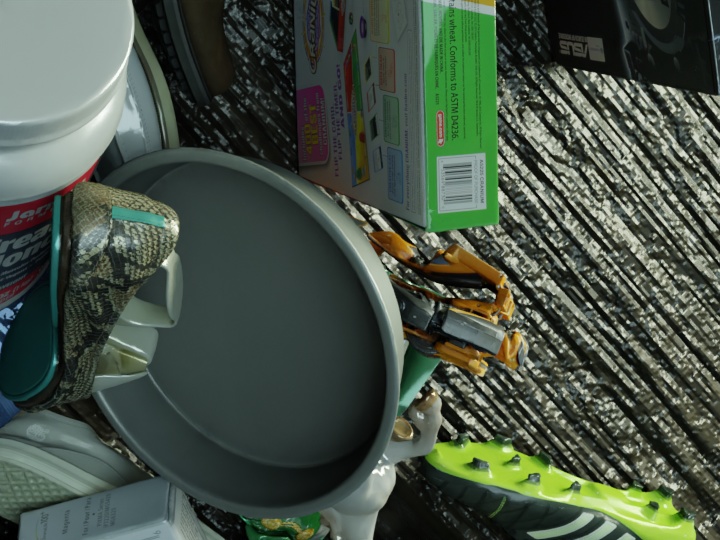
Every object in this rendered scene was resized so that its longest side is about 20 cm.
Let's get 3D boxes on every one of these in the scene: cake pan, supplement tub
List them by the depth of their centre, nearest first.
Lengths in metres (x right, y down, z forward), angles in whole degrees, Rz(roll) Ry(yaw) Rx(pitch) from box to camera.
[{"bbox_3d":[-0.191,-0.073,0.852,0.140,0.200,0.141,10,61,-19],"label":"supplement tub"},{"bbox_3d":[-0.061,0.029,0.910,0.037,0.199,0.201,-37,117,-53],"label":"cake pan"}]

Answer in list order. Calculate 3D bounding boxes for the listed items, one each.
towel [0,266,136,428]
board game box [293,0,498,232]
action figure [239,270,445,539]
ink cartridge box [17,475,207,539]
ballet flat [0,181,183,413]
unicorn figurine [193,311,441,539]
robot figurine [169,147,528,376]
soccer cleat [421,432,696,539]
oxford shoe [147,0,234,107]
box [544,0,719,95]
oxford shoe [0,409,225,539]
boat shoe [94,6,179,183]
[{"bbox_3d":[-0.218,0.034,0.972,0.200,0.049,0.112,-34,93,-14],"label":"towel"},{"bbox_3d":[0.014,-0.112,0.956,0.040,0.200,0.154,-6,103,-19],"label":"board game box"},{"bbox_3d":[-0.019,0.095,1.067,0.118,0.055,0.201,24,96,-25],"label":"action figure"},{"bbox_3d":[-0.152,0.218,1.018,0.173,0.044,0.201,-15,125,8],"label":"ink cartridge box"},{"bbox_3d":[-0.126,0.021,0.871,0.075,0.200,0.068,6,62,-17],"label":"ballet flat"},{"bbox_3d":[-0.018,0.104,0.995,0.200,0.137,0.074,45,46,8],"label":"unicorn figurine"},{"bbox_3d":[0.000,0.000,0.965,0.199,0.145,0.058,22,86,9],"label":"robot figurine"},{"bbox_3d":[0.120,0.160,1.124,0.199,0.068,0.081,19,106,-23],"label":"soccer cleat"},{"bbox_3d":[-0.074,-0.176,0.926,0.084,0.073,0.201,-9,126,-11],"label":"oxford shoe"},{"bbox_3d":[0.156,-0.187,0.993,0.043,0.200,0.161,-15,106,-16],"label":"box"},{"bbox_3d":[-0.134,0.136,1.027,0.200,0.058,0.075,34,127,-23],"label":"oxford shoe"},{"bbox_3d":[-0.152,-0.113,0.959,0.068,0.075,0.201,-18,96,-32],"label":"boat shoe"}]
